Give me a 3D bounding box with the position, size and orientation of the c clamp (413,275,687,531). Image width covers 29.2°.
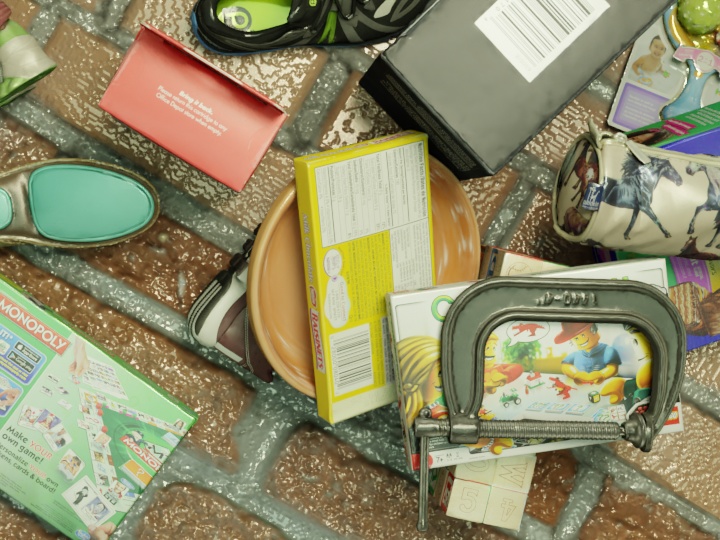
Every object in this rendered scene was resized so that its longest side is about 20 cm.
[{"bbox_3d":[0.131,0.087,0.962,0.200,0.027,0.171,-4,89,-3],"label":"c clamp"}]

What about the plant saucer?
[{"bbox_3d":[0.000,0.000,1.034,0.200,0.037,0.200,-11,112,-30],"label":"plant saucer"}]

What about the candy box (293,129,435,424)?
[{"bbox_3d":[0.008,0.005,1.001,0.102,0.026,0.200,-17,114,-31],"label":"candy box"}]

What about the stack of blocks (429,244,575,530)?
[{"bbox_3d":[0.106,0.085,1.062,0.059,0.115,0.200,13,93,-5],"label":"stack of blocks"}]

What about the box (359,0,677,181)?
[{"bbox_3d":[0.113,-0.172,1.007,0.197,0.200,0.117,-43,95,-1],"label":"box"}]

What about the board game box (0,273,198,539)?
[{"bbox_3d":[-0.246,0.110,1.076,0.200,0.029,0.135,37,88,-6],"label":"board game box"}]

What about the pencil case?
[{"bbox_3d":[0.242,-0.051,0.979,0.200,0.078,0.089,6,137,-10],"label":"pencil case"}]

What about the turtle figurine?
[{"bbox_3d":[-0.324,-0.198,1.000,0.144,0.200,0.194,-26,101,31],"label":"turtle figurine"}]

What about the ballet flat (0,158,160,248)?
[{"bbox_3d":[-0.253,-0.050,1.049,0.200,0.065,0.071,-1,94,-8],"label":"ballet flat"}]

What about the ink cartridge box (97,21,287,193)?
[{"bbox_3d":[-0.119,-0.112,0.990,0.116,0.200,0.067,31,90,-5],"label":"ink cartridge box"}]

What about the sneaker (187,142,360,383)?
[{"bbox_3d":[-0.032,0.003,1.077,0.116,0.076,0.200,41,93,-17],"label":"sneaker"}]

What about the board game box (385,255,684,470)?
[{"bbox_3d":[0.125,0.065,0.987,0.200,0.035,0.126,-8,94,-4],"label":"board game box"}]

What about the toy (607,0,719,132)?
[{"bbox_3d":[0.286,-0.190,1.098,0.115,0.047,0.200,20,91,-7],"label":"toy"}]

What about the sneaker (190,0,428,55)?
[{"bbox_3d":[-0.030,-0.204,1.052,0.199,0.083,0.071,-12,94,-5],"label":"sneaker"}]

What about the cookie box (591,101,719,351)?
[{"bbox_3d":[0.283,-0.041,1.072,0.200,0.075,0.171,-19,111,-4],"label":"cookie box"}]
